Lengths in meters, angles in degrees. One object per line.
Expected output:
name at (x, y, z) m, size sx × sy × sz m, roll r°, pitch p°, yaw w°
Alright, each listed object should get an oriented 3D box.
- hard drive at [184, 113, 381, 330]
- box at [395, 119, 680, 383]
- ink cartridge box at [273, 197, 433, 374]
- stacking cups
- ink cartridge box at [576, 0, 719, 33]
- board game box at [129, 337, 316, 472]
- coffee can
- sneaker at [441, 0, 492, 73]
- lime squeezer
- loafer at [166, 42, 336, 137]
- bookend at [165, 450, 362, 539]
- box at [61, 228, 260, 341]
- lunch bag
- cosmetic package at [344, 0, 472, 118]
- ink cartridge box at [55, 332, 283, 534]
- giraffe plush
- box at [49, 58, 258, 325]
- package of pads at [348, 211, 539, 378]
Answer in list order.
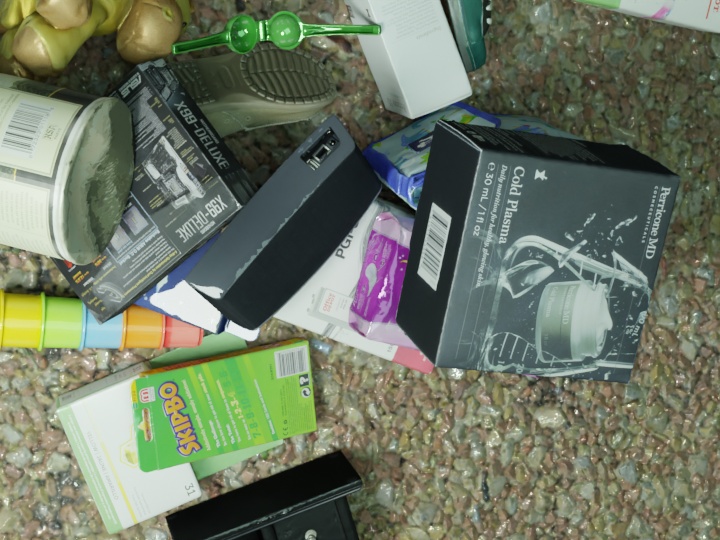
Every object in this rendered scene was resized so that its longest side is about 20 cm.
hard drive at (-0.063, -0.037, 1.373) m, size 0.042 × 0.135 × 0.200 m, roll 40°, pitch 85°, yaw 24°
box at (0.156, -0.017, 1.352) m, size 0.195 × 0.124 × 0.202 m, roll 5°, pitch 106°, yaw -20°
ink cartridge box at (0.000, 0.000, 1.507) m, size 0.199 × 0.083 × 0.147 m, roll 21°, pitch 97°, yaw -18°
stacking cups at (-0.255, 0.053, 1.467) m, size 0.198 × 0.060 × 0.061 m, roll 4°, pitch 101°, yaw -19°
ink cartridge box at (0.320, -0.313, 1.534) m, size 0.198 × 0.067 × 0.118 m, roll 11°, pitch 98°, yaw -16°
board game box at (-0.138, 0.134, 1.499) m, size 0.199 × 0.030 × 0.096 m, roll -11°, pitch 101°, yaw -32°
coffee can at (-0.314, -0.097, 1.292) m, size 0.198 × 0.146 × 0.148 m, roll 14°, pitch 99°, yaw 12°
sneaker at (0.110, -0.299, 1.478) m, size 0.079 × 0.071 × 0.202 m, roll -14°, pitch 104°, yaw -7°
lime squeezer at (-0.084, -0.225, 1.401) m, size 0.198 × 0.071 × 0.038 m, roll -7°, pitch 92°, yaw -16°
loafer at (-0.119, -0.170, 1.447) m, size 0.199 × 0.068 × 0.076 m, roll -6°, pitch 67°, yaw -28°
bookend at (-0.076, 0.322, 1.552) m, size 0.197 × 0.092 × 0.201 m, roll -19°, pitch 107°, yaw -11°
box at (-0.177, -0.018, 1.441) m, size 0.199 × 0.032 × 0.122 m, roll 19°, pitch 97°, yaw 6°
lunch bag at (0.115, -0.095, 1.471) m, size 0.198 × 0.170 × 0.129 m, roll -1°, pitch 105°, yaw -15°
cosmetic package at (0.032, -0.254, 1.452) m, size 0.074 × 0.102 × 0.201 m, roll -23°, pitch 106°, yaw -9°
ink cartridge box at (-0.188, 0.159, 1.511) m, size 0.199 × 0.048 × 0.147 m, roll -22°, pitch 106°, yaw -7°
giraffe plush at (-0.229, -0.244, 1.374) m, size 0.161 × 0.172 × 0.202 m, roll 20°, pitch 62°, yaw -28°
box at (-0.211, -0.071, 1.377) m, size 0.200 × 0.050 × 0.158 m, roll -38°, pitch 88°, yaw 25°
package of pads at (0.098, 0.024, 1.457) m, size 0.199 × 0.076 × 0.121 m, roll 14°, pitch 96°, yaw -19°
